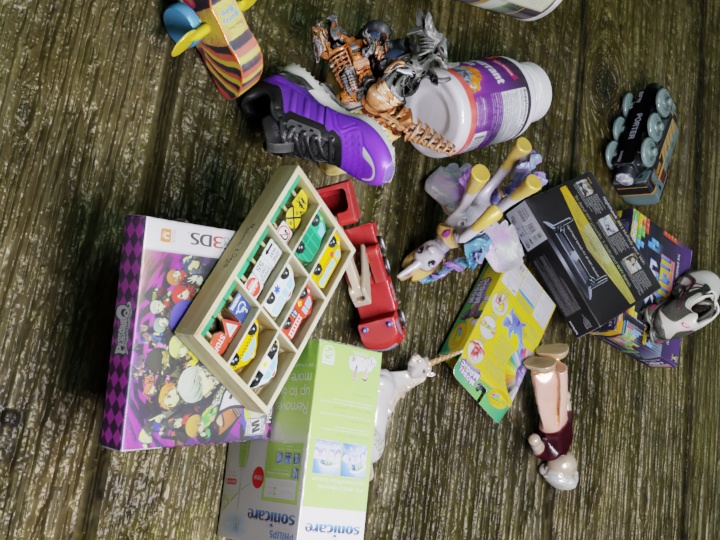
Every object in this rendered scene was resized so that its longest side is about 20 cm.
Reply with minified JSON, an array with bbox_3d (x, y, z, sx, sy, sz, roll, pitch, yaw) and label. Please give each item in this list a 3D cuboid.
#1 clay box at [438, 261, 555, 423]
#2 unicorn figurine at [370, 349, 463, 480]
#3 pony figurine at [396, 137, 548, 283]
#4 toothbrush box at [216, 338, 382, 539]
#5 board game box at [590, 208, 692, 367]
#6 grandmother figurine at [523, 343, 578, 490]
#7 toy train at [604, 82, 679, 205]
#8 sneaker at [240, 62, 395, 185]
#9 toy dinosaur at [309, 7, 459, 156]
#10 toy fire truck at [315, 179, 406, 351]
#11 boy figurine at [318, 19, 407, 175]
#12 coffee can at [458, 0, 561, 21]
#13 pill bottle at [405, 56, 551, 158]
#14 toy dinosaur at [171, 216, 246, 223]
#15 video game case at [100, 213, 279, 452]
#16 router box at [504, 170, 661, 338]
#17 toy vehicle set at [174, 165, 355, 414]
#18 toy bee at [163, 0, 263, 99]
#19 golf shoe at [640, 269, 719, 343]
[{"bbox_3d":[0.177,0.087,1.199,0.115,0.047,0.200,48,58,-26],"label":"clay box"},{"bbox_3d":[0.015,0.150,1.053,0.137,0.074,0.201,33,78,-41],"label":"unicorn figurine"},{"bbox_3d":[0.140,-0.071,1.115,0.167,0.200,0.193,49,47,7],"label":"pony figurine"},{"bbox_3d":[-0.063,0.177,0.929,0.086,0.145,0.201,14,75,-37],"label":"toothbrush box"},{"bbox_3d":[0.435,0.030,1.412,0.165,0.057,0.201,26,68,-32],"label":"board game box"},{"bbox_3d":[0.258,0.206,1.218,0.121,0.060,0.201,-29,115,-38],"label":"grandmother figurine"},{"bbox_3d":[0.451,-0.200,1.447,0.114,0.085,0.201,49,54,-37],"label":"toy train"},{"bbox_3d":[-0.054,-0.143,0.983,0.099,0.200,0.070,-29,146,-34],"label":"sneaker"},{"bbox_3d":[0.032,-0.212,1.035,0.136,0.102,0.200,-42,111,-12],"label":"toy dinosaur"},{"bbox_3d":[0.000,0.000,1.017,0.141,0.049,0.201,-40,115,-78],"label":"toy fire truck"},{"bbox_3d":[0.008,-0.195,1.091,0.124,0.064,0.201,28,68,-25],"label":"boy figurine"},{"bbox_3d":[0.167,-0.421,1.200,0.199,0.146,0.147,2,82,-39],"label":"coffee can"},{"bbox_3d":[0.157,-0.217,1.185,0.199,0.111,0.112,-20,96,-39],"label":"pill bottle"},{"bbox_3d":[-0.124,0.018,0.945,0.199,0.086,0.136,8,81,-45],"label":"toy dinosaur"},{"bbox_3d":[-0.144,0.059,0.837,0.181,0.036,0.201,9,87,-51],"label":"video game case"},{"bbox_3d":[0.314,-0.026,1.285,0.157,0.052,0.201,-23,80,-37],"label":"router box"},{"bbox_3d":[-0.082,0.016,0.860,0.124,0.026,0.201,54,52,-40],"label":"toy vehicle set"},{"bbox_3d":[-0.161,-0.273,0.939,0.200,0.108,0.131,37,64,-29],"label":"toy bee"},{"bbox_3d":[0.509,0.054,1.379,0.200,0.088,0.078,-30,102,-39],"label":"golf shoe"}]
